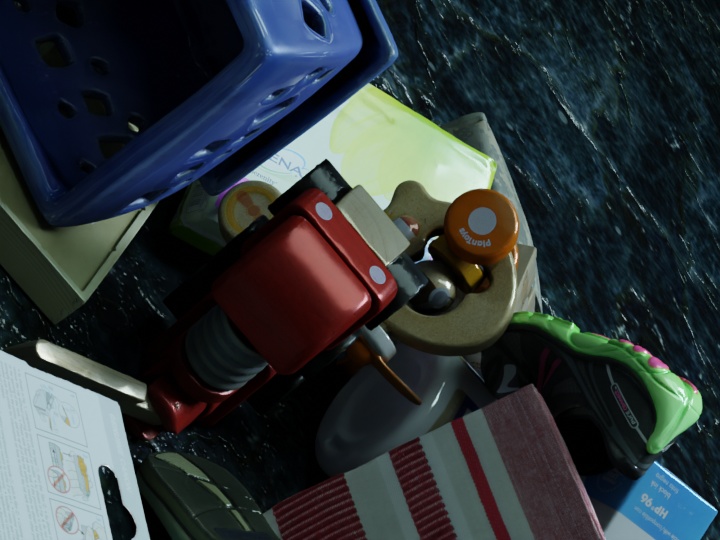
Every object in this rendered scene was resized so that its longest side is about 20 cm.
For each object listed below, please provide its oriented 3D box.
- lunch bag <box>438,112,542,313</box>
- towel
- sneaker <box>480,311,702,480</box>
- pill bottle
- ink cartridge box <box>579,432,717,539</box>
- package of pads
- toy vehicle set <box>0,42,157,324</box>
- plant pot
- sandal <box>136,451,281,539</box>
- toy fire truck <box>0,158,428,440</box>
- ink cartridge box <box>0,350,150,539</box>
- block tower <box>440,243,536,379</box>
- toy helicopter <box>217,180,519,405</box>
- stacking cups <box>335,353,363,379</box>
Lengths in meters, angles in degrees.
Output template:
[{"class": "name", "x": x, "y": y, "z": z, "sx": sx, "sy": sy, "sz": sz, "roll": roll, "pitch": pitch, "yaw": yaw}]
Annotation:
[{"class": "lunch bag", "x": 0.083, "y": 0.008, "z": 1.490, "sx": 0.200, "sy": 0.117, "sz": 0.164, "roll": 67, "pitch": 10, "yaw": -45}, {"class": "towel", "x": 0.041, "y": 0.169, "z": 1.112, "sx": 0.145, "sy": 0.199, "sz": 0.023, "roll": 69, "pitch": 9, "yaw": 28}, {"class": "sneaker", "x": 0.124, "y": 0.079, "z": 1.174, "sx": 0.077, "sy": 0.084, "sz": 0.200, "roll": 38, "pitch": -11, "yaw": -23}, {"class": "pill bottle", "x": 0.075, "y": 0.151, "z": 1.294, "sx": 0.200, "sy": 0.119, "sz": 0.120, "roll": 47, "pitch": 25, "yaw": -22}, {"class": "ink cartridge box", "x": 0.117, "y": 0.201, "z": 1.190, "sx": 0.068, "sy": 0.200, "sz": 0.116, "roll": 38, "pitch": -8, "yaw": -25}, {"class": "package of pads", "x": -0.013, "y": -0.054, "z": 1.314, "sx": 0.199, "sy": 0.068, "sz": 0.155, "roll": 29, "pitch": 65, "yaw": -21}, {"class": "toy vehicle set", "x": -0.187, "y": -0.062, "z": 1.174, "sx": 0.124, "sy": 0.026, "sz": 0.200, "roll": 51, "pitch": 24, "yaw": -13}, {"class": "plant pot", "x": -0.104, "y": -0.156, "z": 1.143, "sx": 0.179, "sy": 0.200, "sz": 0.201, "roll": -5, "pitch": 66, "yaw": -55}, {"class": "sandal", "x": -0.070, "y": 0.173, "z": 1.039, "sx": 0.080, "sy": 0.057, "sz": 0.201, "roll": 20, "pitch": 19, "yaw": -36}, {"class": "toy fire truck", "x": -0.087, "y": 0.033, "z": 1.088, "sx": 0.129, "sy": 0.176, "sz": 0.200, "roll": 50, "pitch": 39, "yaw": -2}, {"class": "ink cartridge box", "x": -0.181, "y": 0.108, "z": 0.906, "sx": 0.200, "sy": 0.057, "sz": 0.163, "roll": 37, "pitch": 29, "yaw": -51}, {"class": "block tower", "x": 0.090, "y": 0.064, "z": 1.330, "sx": 0.201, "sy": 0.054, "sz": 0.058, "roll": 86, "pitch": 24, "yaw": -46}, {"class": "toy helicopter", "x": 0.000, "y": 0.000, "z": 1.208, "sx": 0.199, "sy": 0.133, "sz": 0.079, "roll": 19, "pitch": -15, "yaw": 9}, {"class": "stacking cups", "x": -0.011, "y": 0.039, "z": 1.364, "sx": 0.201, "sy": 0.060, "sz": 0.060, "roll": 61, "pitch": 23, "yaw": 0}]
